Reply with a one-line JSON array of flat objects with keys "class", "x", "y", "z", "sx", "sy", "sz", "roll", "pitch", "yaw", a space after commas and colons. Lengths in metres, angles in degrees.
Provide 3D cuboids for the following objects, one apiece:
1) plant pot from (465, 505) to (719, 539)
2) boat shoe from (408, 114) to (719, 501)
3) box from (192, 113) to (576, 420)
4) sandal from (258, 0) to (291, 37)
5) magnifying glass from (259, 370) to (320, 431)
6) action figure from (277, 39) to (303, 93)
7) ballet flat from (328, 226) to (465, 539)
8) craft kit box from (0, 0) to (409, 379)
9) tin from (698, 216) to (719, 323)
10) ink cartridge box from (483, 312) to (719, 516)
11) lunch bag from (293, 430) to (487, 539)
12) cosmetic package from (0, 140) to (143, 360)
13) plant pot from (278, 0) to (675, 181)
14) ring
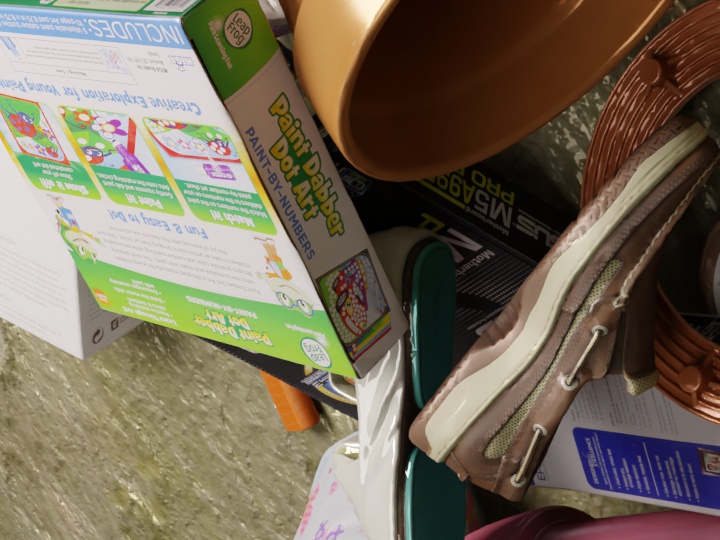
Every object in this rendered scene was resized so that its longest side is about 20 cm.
[{"class": "plant pot", "x": 0.161, "y": 0.205, "z": 0.894, "sx": 0.179, "sy": 0.200, "sz": 0.200, "roll": -26, "pitch": 100, "yaw": 31}, {"class": "boat shoe", "x": 0.108, "y": 0.023, "z": 0.787, "sx": 0.075, "sy": 0.075, "sz": 0.202, "roll": 39, "pitch": 117, "yaw": 5}, {"class": "box", "x": 0.000, "y": 0.000, "z": 0.925, "sx": 0.160, "sy": 0.044, "sz": 0.200, "roll": 30, "pitch": 141, "yaw": -23}, {"class": "sandal", "x": -0.058, "y": -0.142, "z": 0.875, "sx": 0.050, "sy": 0.203, "sz": 0.083, "roll": 66, "pitch": -171, "yaw": -61}, {"class": "magnifying glass", "x": -0.072, "y": 0.009, "z": 1.073, "sx": 0.080, "sy": 0.022, "sz": 0.200, "roll": -6, "pitch": 111, "yaw": 43}, {"class": "action figure", "x": -0.085, "y": -0.102, "z": 0.943, "sx": 0.200, "sy": 0.102, "sz": 0.119, "roll": 12, "pitch": 136, "yaw": 10}, {"class": "ballet flat", "x": 0.015, "y": 0.074, "z": 0.871, "sx": 0.069, "sy": 0.069, "sz": 0.200, "roll": 8, "pitch": 107, "yaw": 37}, {"class": "craft kit box", "x": -0.092, "y": -0.050, "z": 0.807, "sx": 0.200, "sy": 0.049, "sz": 0.198, "roll": 13, "pitch": 136, "yaw": 44}, {"class": "tin", "x": 0.248, "y": 0.030, "z": 0.796, "sx": 0.200, "sy": 0.042, "sz": 0.112, "roll": 32, "pitch": 139, "yaw": 20}, {"class": "ink cartridge box", "x": 0.159, "y": 0.070, "z": 0.851, "sx": 0.200, "sy": 0.039, "sz": 0.100, "roll": 4, "pitch": 122, "yaw": 42}, {"class": "lunch bag", "x": 0.009, "y": 0.205, "z": 1.009, "sx": 0.127, "sy": 0.170, "sz": 0.200, "roll": 13, "pitch": 132, "yaw": -1}, {"class": "cosmetic package", "x": -0.194, "y": -0.053, "z": 1.095, "sx": 0.102, "sy": 0.074, "sz": 0.200, "roll": 24, "pitch": 129, "yaw": 26}, {"class": "plant pot", "x": 0.036, "y": -0.156, "z": 0.752, "sx": 0.140, "sy": 0.200, "sz": 0.200, "roll": 52, "pitch": 140, "yaw": 23}, {"class": "ring", "x": 0.176, "y": -0.027, "z": 0.769, "sx": 0.200, "sy": 0.019, "sz": 0.201, "roll": 0, "pitch": 90, "yaw": 44}]
